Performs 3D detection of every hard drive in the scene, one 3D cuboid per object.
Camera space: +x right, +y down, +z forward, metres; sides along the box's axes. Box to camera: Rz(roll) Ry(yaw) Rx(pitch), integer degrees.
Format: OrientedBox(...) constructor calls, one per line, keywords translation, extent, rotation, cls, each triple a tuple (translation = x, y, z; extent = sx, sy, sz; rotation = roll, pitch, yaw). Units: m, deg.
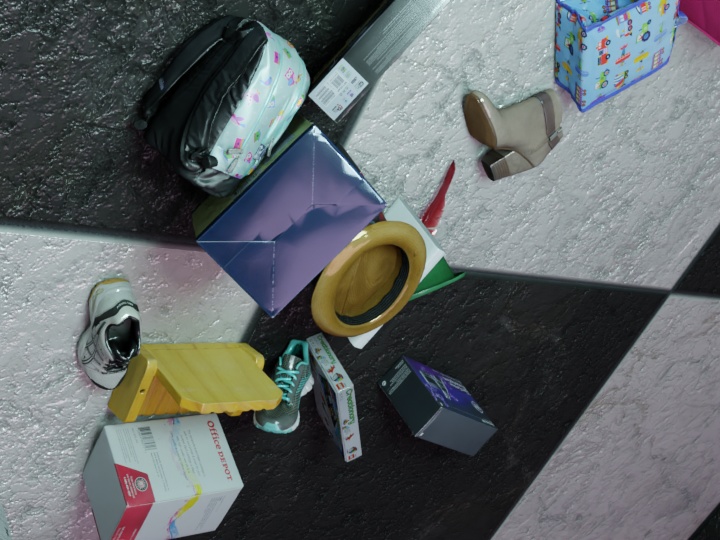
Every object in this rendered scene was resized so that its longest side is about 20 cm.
OrientedBox(translation=(0.030, 0.003, 1.584), extent=(0.027, 0.132, 0.200), rotation=(24, 113, -45), cls="hard drive")

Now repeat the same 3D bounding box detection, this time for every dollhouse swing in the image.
OrientedBox(translation=(-0.241, 0.204, 1.553), extent=(0.198, 0.176, 0.183), rotation=(2, 127, -38), cls="dollhouse swing")

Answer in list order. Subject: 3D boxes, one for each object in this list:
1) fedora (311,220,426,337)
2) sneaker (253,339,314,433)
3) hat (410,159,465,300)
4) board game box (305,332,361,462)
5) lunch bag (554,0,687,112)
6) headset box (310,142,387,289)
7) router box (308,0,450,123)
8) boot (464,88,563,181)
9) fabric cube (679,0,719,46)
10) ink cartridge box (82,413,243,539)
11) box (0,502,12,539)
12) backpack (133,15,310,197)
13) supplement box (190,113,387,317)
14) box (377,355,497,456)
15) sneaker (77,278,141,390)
OrientedBox(translation=(0.000, 0.000, 1.481), extent=(0.199, 0.082, 0.202), rotation=(-20, 134, -22), cls="fedora")
OrientedBox(translation=(-0.121, 0.179, 1.637), extent=(0.077, 0.201, 0.092), rotation=(9, 118, 4), cls="sneaker")
OrientedBox(translation=(0.069, -0.048, 1.641), extent=(0.198, 0.178, 0.166), rotation=(-21, -177, -12), cls="hat")
OrientedBox(translation=(-0.045, 0.217, 1.744), extent=(0.034, 0.127, 0.201), rotation=(-22, 139, -15), cls="board game box")
OrientedBox(translation=(0.395, -0.347, 1.520), extent=(0.198, 0.095, 0.151), rotation=(-20, 138, -9), cls="lunch bag")
OrientedBox(translation=(-0.048, -0.076, 1.495), extent=(0.148, 0.077, 0.201), rotation=(-33, 142, -3), cls="headset box")
OrientedBox(translation=(0.020, -0.283, 1.281), extent=(0.052, 0.157, 0.200), rotation=(42, 102, -13), cls="router box")
OrientedBox(translation=(0.240, -0.231, 1.568), extent=(0.146, 0.070, 0.201), rotation=(-36, 142, -11), cls="boot")
OrientedBox(translation=(0.556, -0.456, 1.461), extent=(0.195, 0.200, 0.200), rotation=(-35, 141, -2), cls="fabric cube")
OrientedBox(translation=(-0.314, 0.333, 1.635), extent=(0.198, 0.146, 0.145), rotation=(-1, 140, -34), cls="ink cartridge box")
OrientedBox(translation=(-0.638, 0.393, 1.486), extent=(0.199, 0.131, 0.200), rotation=(-31, 141, -6), cls="box")
OrientedBox(translation=(-0.158, -0.204, 1.246), extent=(0.201, 0.167, 0.126), rotation=(-55, 144, 5), cls="backpack")
OrientedBox(translation=(-0.098, -0.078, 1.304), extent=(0.200, 0.200, 0.134), rotation=(-43, 107, 1), cls="supplement box")
OrientedBox(translation=(0.144, 0.252, 1.903), extent=(0.079, 0.142, 0.199), rotation=(-47, 140, 14), cls="box")
OrientedBox(translation=(-0.350, 0.110, 1.451), extent=(0.075, 0.088, 0.201), rotation=(-12, 136, -28), cls="sneaker")
